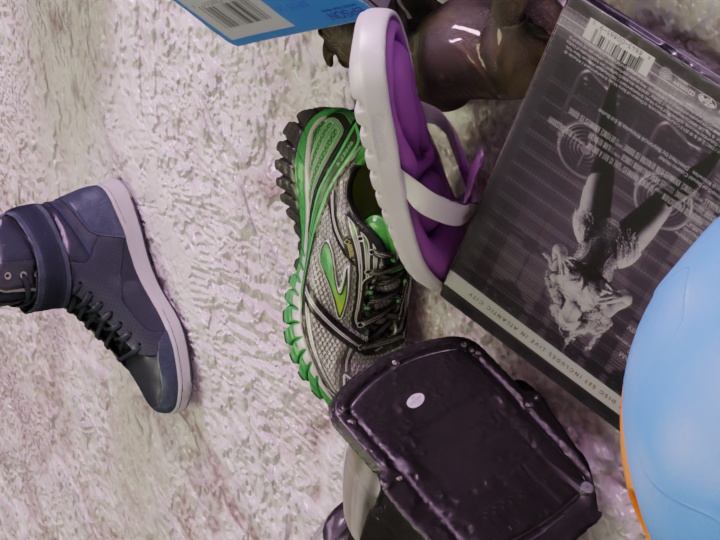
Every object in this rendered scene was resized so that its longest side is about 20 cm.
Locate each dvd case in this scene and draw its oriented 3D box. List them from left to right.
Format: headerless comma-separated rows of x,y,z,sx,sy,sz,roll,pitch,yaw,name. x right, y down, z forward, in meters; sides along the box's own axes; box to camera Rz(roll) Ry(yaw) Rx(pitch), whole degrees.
0.130,-0.019,0.691,0.149,0.016,0.200,37,131,20,dvd case

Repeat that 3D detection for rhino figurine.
0.037,-0.124,0.756,0.200,0.060,0.087,-1,132,54,rhino figurine

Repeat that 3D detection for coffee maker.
0.047,0.172,0.781,0.200,0.134,0.192,102,157,-47,coffee maker

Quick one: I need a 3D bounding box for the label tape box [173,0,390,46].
-0.012,-0.230,0.764,0.144,0.063,0.200,2,64,53,label tape box

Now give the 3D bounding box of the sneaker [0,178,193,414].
-0.227,0.036,1.102,0.077,0.146,0.203,-32,79,51,sneaker

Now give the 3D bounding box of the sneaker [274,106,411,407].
0.000,0.000,0.845,0.085,0.078,0.200,5,107,49,sneaker

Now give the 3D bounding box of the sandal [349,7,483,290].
0.039,-0.054,0.731,0.050,0.083,0.203,-2,148,18,sandal

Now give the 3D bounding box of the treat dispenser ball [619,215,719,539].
0.196,0.058,0.505,0.201,0.201,0.201,24,121,46,treat dispenser ball
